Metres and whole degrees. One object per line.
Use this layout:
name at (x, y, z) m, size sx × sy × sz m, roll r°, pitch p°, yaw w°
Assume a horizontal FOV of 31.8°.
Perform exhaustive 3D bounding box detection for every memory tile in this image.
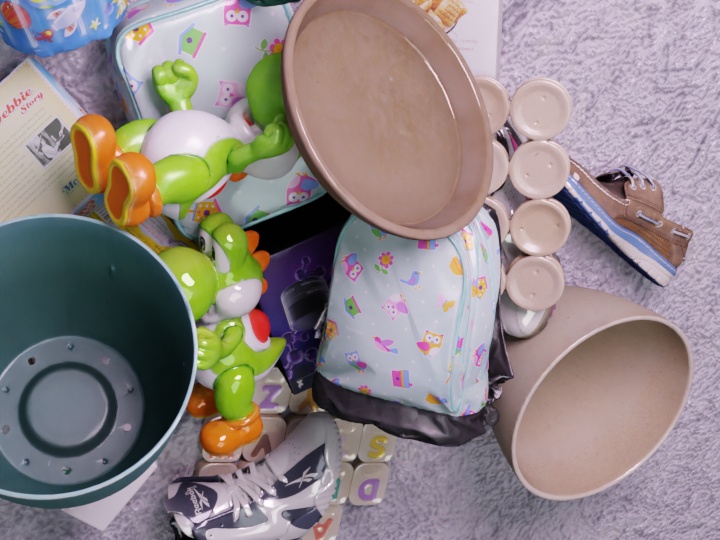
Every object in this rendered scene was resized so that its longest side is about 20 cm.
memory tile at (0.099, -0.063, 1.047) m, size 0.152 × 0.017 × 0.201 m, roll 2°, pitch 111°, yaw 8°

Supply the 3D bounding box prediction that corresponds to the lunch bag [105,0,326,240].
lunch bag at (-0.106, -0.132, 1.019) m, size 0.160 × 0.077 × 0.201 m, roll -23°, pitch 120°, yaw -12°

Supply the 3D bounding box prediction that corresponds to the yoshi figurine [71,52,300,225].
yoshi figurine at (-0.100, -0.107, 0.914) m, size 0.199 × 0.112 × 0.113 m, roll -20°, pitch 94°, yaw -33°

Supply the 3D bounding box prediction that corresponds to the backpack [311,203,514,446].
backpack at (0.044, 0.030, 1.010) m, size 0.166 × 0.127 × 0.201 m, roll 12°, pitch 105°, yaw 14°

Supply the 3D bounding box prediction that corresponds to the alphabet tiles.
alphabet tiles at (-0.060, 0.183, 1.217) m, size 0.199 × 0.015 × 0.197 m, roll 4°, pitch 112°, yaw -23°

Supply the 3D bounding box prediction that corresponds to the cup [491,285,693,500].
cup at (0.191, 0.094, 1.193) m, size 0.199 × 0.143 × 0.201 m, roll -15°, pitch 125°, yaw -22°

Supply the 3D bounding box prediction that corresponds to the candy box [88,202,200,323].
candy box at (-0.197, -0.013, 1.062) m, size 0.102 × 0.026 × 0.200 m, roll -38°, pitch 122°, yaw 9°

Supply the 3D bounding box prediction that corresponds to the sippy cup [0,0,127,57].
sippy cup at (-0.228, -0.231, 0.903) m, size 0.177 × 0.140 × 0.131 m, roll 4°, pitch 132°, yaw 19°

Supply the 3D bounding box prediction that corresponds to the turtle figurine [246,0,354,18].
turtle figurine at (-0.035, -0.293, 0.950) m, size 0.149 × 0.101 × 0.202 m, roll 7°, pitch 86°, yaw -26°

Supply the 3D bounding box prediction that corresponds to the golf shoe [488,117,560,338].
golf shoe at (0.122, -0.040, 1.112) m, size 0.092 × 0.072 × 0.202 m, roll 3°, pitch 78°, yaw -42°

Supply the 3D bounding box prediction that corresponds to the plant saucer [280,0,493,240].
plant saucer at (0.018, -0.114, 0.914) m, size 0.199 × 0.029 × 0.201 m, roll 18°, pitch 61°, yaw -36°

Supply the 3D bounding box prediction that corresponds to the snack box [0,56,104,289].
snack box at (-0.285, -0.054, 0.973) m, size 0.200 × 0.037 × 0.116 m, roll -43°, pitch 85°, yaw 1°

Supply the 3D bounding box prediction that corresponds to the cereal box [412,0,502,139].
cereal box at (0.044, -0.194, 1.035) m, size 0.143 × 0.040 × 0.201 m, roll 5°, pitch 115°, yaw 12°

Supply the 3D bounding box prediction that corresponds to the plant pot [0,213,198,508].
plant pot at (-0.220, 0.083, 0.925) m, size 0.199 × 0.202 × 0.161 m, roll -16°, pitch 162°, yaw -14°

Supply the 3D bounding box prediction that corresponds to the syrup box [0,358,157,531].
syrup box at (-0.276, 0.132, 1.069) m, size 0.200 × 0.081 × 0.079 m, roll 37°, pitch 98°, yaw -29°

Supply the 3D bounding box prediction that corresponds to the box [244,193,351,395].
box at (0.000, 0.000, 1.123) m, size 0.199 × 0.079 × 0.142 m, roll -24°, pitch 122°, yaw -10°

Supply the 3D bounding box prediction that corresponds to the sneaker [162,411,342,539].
sneaker at (-0.110, 0.205, 1.152) m, size 0.129 × 0.080 × 0.200 m, roll 20°, pitch 115°, yaw -36°

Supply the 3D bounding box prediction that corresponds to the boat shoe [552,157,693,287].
boat shoe at (0.248, -0.062, 1.202) m, size 0.200 × 0.072 × 0.073 m, roll 35°, pitch 93°, yaw -40°

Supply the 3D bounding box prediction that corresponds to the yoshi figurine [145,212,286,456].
yoshi figurine at (-0.132, 0.050, 1.025) m, size 0.112 × 0.112 × 0.201 m, roll 11°, pitch 123°, yaw 16°
